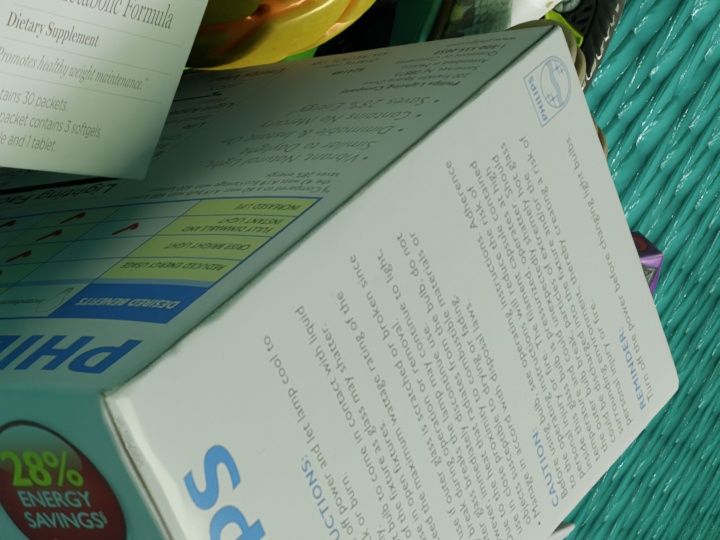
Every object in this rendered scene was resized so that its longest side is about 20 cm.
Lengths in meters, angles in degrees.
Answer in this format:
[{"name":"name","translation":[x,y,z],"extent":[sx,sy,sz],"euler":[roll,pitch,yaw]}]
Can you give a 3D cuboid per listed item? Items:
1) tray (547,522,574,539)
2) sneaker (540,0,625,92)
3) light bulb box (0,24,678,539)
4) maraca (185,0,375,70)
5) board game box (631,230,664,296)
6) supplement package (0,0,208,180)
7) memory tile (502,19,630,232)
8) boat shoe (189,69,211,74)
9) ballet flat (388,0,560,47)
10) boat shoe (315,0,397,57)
[{"name":"tray","translation":[-0.002,0.138,0.873],"extent":[0.107,0.022,0.200],"euler":[-43,164,28]},{"name":"sneaker","translation":[0.068,-0.076,1.144],"extent":[0.200,0.075,0.076],"euler":[-61,171,14]},{"name":"light bulb box","translation":[-0.052,0.035,0.649],"extent":[0.200,0.198,0.125],"euler":[-41,117,-42]},{"name":"maraca","translation":[-0.027,-0.123,0.737],"extent":[0.137,0.107,0.200],"euler":[-57,158,11]},{"name":"board game box","translation":[0.051,0.049,1.129],"extent":[0.199,0.032,0.120],"euler":[-10,123,-29]},{"name":"supplement package","translation":[-0.086,-0.136,0.561],"extent":[0.201,0.109,0.114],"euler":[-70,162,7]},{"name":"memory tile","translation":[0.000,0.000,0.815],"extent":[0.017,0.200,0.154],"euler":[50,20,-36]},{"name":"boat shoe","translation":[-0.073,-0.017,0.808],"extent":[0.200,0.067,0.057],"euler":[-53,162,-28]},{"name":"ballet flat","translation":[0.056,-0.143,0.849],"extent":[0.069,0.071,0.201],"euler":[-102,-163,-55]},{"name":"boat shoe","translation":[0.022,-0.094,0.989],"extent":[0.199,0.074,0.066],"euler":[-7,91,-58]}]
